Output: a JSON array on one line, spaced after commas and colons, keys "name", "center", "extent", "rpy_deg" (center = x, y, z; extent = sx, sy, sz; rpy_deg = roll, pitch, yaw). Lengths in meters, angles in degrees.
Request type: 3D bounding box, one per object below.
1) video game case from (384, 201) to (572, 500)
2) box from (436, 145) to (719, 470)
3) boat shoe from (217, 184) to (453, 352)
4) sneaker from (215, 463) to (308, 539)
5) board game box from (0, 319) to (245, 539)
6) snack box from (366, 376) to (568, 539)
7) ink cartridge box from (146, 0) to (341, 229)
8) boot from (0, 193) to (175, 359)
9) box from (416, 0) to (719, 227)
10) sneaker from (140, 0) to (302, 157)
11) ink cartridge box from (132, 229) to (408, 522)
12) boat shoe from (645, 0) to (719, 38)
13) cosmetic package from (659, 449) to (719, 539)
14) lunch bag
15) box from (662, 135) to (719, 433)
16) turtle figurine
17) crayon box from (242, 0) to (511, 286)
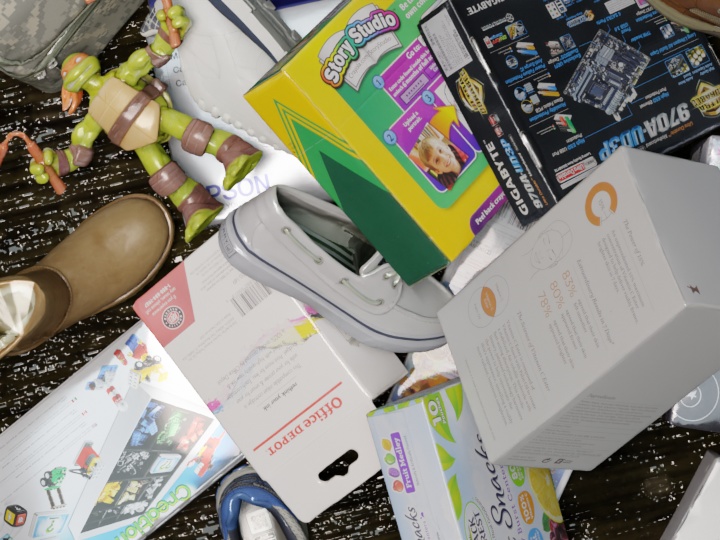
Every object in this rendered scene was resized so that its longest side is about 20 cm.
[{"name": "video game case", "center": [0.117, 0.051, 1.637], "extent": [0.143, 0.018, 0.200], "rpy_deg": [24, 92, 3]}, {"name": "box", "center": [0.161, 0.029, 1.500], "extent": [0.200, 0.097, 0.124], "rpy_deg": [-43, 53, 38]}, {"name": "boat shoe", "center": [0.000, 0.000, 1.554], "extent": [0.067, 0.200, 0.074], "rpy_deg": [-39, 44, 39]}, {"name": "sneaker", "center": [-0.052, 0.236, 1.616], "extent": [0.077, 0.085, 0.200], "rpy_deg": [-28, 89, 4]}, {"name": "board game box", "center": [-0.192, 0.143, 1.650], "extent": [0.200, 0.035, 0.126], "rpy_deg": [-39, 87, 3]}, {"name": "snack box", "center": [0.084, 0.174, 1.559], "extent": [0.053, 0.142, 0.200], "rpy_deg": [-16, 90, 34]}, {"name": "ink cartridge box", "center": [-0.049, -0.144, 1.637], "extent": [0.196, 0.043, 0.200], "rpy_deg": [-12, 91, 4]}, {"name": "boot", "center": [-0.212, 0.014, 1.568], "extent": [0.175, 0.200, 0.066], "rpy_deg": [-40, 90, 4]}, {"name": "box", "center": [0.155, -0.140, 1.565], "extent": [0.200, 0.046, 0.159], "rpy_deg": [-27, 88, -35]}, {"name": "sneaker", "center": [-0.068, -0.125, 1.590], "extent": [0.080, 0.076, 0.200], "rpy_deg": [-42, 82, 16]}, {"name": "ink cartridge box", "center": [-0.052, 0.065, 1.605], "extent": [0.116, 0.067, 0.200], "rpy_deg": [-38, 87, 30]}, {"name": "boat shoe", "center": [0.271, -0.197, 1.575], "extent": [0.200, 0.074, 0.076], "rpy_deg": [31, 63, -12]}, {"name": "cosmetic package", "center": [0.309, 0.218, 1.592], "extent": [0.200, 0.090, 0.107], "rpy_deg": [30, 92, 6]}, {"name": "lunch bag", "center": [-0.229, -0.234, 1.575], "extent": [0.139, 0.168, 0.200], "rpy_deg": [43, 94, 18]}, {"name": "box", "center": [0.274, 0.013, 1.568], "extent": [0.115, 0.132, 0.200], "rpy_deg": [7, 90, 3]}, {"name": "turtle figurine", "center": [-0.159, -0.096, 1.576], "extent": [0.161, 0.064, 0.200], "rpy_deg": [41, 101, 3]}, {"name": "crayon box", "center": [0.044, -0.119, 1.554], "extent": [0.173, 0.058, 0.200], "rpy_deg": [48, 54, -8]}]
